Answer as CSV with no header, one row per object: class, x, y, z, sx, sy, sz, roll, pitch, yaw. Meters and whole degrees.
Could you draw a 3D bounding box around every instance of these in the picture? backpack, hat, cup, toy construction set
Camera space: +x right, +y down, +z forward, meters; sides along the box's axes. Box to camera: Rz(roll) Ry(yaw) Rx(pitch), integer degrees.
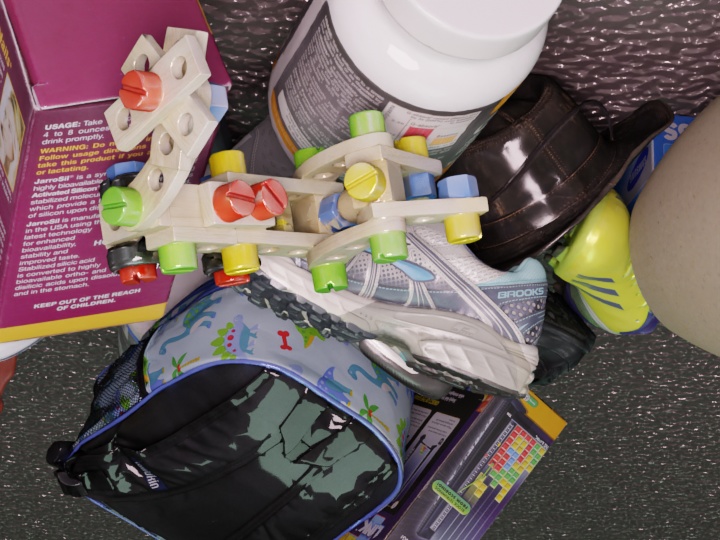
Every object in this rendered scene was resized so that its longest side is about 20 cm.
backpack,-0.066,0.089,1.304,0.183,0.148,0.200,36,133,-22
hat,0.088,-0.065,1.204,0.081,0.201,0.200,49,145,-9
cup,0.241,-0.022,1.170,0.199,0.202,0.143,17,158,-36
toy construction set,-0.048,-0.039,0.952,0.131,0.093,0.199,-17,153,41

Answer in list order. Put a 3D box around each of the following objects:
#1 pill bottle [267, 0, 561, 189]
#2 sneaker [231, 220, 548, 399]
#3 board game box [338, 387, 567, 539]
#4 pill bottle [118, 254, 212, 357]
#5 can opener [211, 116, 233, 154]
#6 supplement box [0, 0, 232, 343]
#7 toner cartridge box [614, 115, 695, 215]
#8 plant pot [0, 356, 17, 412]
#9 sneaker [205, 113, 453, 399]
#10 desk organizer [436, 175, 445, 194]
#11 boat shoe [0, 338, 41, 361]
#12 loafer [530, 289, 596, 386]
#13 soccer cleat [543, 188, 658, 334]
pill bottle,0.028,-0.119,1.031,0.115,0.117,0.200,7,160,-15
sneaker,0.010,-0.002,1.094,0.199,0.087,0.078,23,168,-12
board game box,0.036,0.140,1.362,0.057,0.166,0.200,39,171,-15
pill bottle,-0.123,0.042,1.490,0.113,0.115,0.200,3,160,-5
can opener,-0.109,-0.075,1.233,0.053,0.067,0.200,0,154,5
supplement box,-0.150,-0.075,1.047,0.102,0.132,0.200,-8,148,-23
toner cartridge box,0.207,-0.042,1.342,0.094,0.044,0.200,3,160,-9
plant pot,-0.359,0.044,1.425,0.194,0.202,0.200,6,162,-37
sneaker,0.005,-0.027,1.169,0.200,0.116,0.075,42,179,15
desk organizer,0.063,-0.001,1.415,0.071,0.078,0.200,1,160,0
boat shoe,-0.173,-0.007,1.171,0.073,0.200,0.067,19,138,15
loafer,0.111,0.047,1.343,0.070,0.068,0.200,-43,166,5
soccer cleat,0.163,-0.002,1.266,0.083,0.065,0.200,31,174,12
